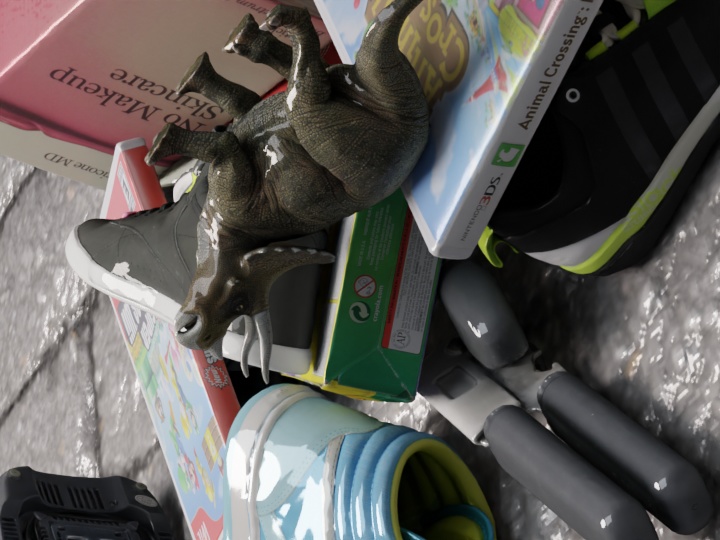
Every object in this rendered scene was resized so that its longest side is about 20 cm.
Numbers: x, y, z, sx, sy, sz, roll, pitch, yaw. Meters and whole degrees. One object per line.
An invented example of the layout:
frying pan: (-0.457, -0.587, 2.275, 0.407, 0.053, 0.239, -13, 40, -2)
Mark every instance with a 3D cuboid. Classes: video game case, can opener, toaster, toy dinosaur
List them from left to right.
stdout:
toaster: (-0.158, 0.212, 1.298, 0.200, 0.113, 0.130, 58, 133, 51)
video game case: (-0.098, 0.048, 1.235, 0.143, 0.017, 0.201, 117, 135, -65)
toy dinosaur: (-0.019, -0.055, 0.958, 0.200, 0.102, 0.077, -44, 19, 27)
video game case: (0.041, -0.137, 0.965, 0.182, 0.022, 0.200, -64, 33, 34)
can opener: (0.073, 0.058, 0.966, 0.053, 0.067, 0.200, -33, 32, -9)

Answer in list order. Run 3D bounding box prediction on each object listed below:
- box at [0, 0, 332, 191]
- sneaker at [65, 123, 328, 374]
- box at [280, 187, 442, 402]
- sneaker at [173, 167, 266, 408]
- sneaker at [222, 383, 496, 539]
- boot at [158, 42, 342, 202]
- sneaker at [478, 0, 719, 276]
box: (-0.115, -0.141, 1.212, 0.200, 0.128, 0.109, -34, 48, 42)
sneaker: (-0.071, -0.023, 1.099, 0.200, 0.071, 0.100, 23, 97, 55)
box: (0.000, 0.000, 1.106, 0.200, 0.048, 0.118, -178, 100, -80)
sneaker: (-0.057, 0.005, 1.213, 0.200, 0.074, 0.081, 102, 152, -60)
sneaker: (0.003, 0.158, 1.053, 0.130, 0.079, 0.201, 8, 109, 41)
boot: (-0.057, -0.108, 1.287, 0.200, 0.072, 0.145, -19, 59, 53)
sneaker: (0.107, -0.083, 0.943, 0.201, 0.083, 0.072, -67, 29, 20)
